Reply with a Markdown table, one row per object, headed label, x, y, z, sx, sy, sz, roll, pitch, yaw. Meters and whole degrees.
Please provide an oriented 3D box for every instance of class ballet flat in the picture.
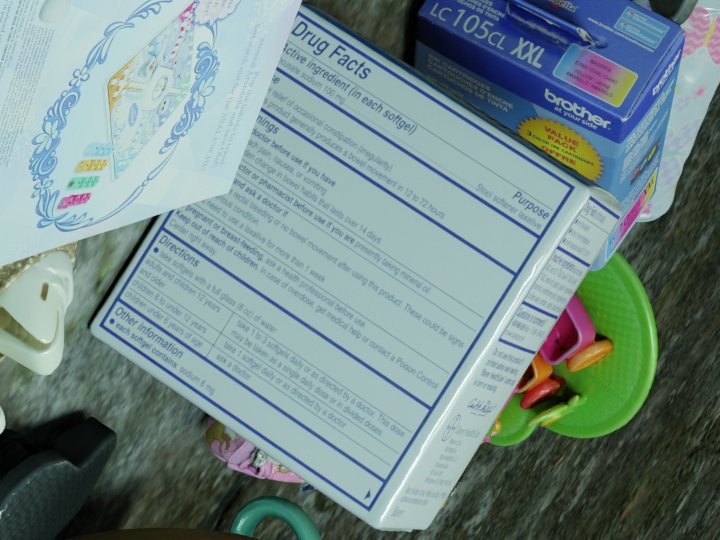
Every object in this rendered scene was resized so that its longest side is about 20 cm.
| label | x | y | z | sx | sy | sz | roll | pitch | yaw |
| --- | --- | --- | --- | --- | --- | --- | --- | --- | --- |
| ballet flat | -0.168 | 0.039 | 1.256 | 0.200 | 0.065 | 0.071 | -51 | 162 | -20 |

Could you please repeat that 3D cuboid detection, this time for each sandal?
| label | x | y | z | sx | sy | sz | roll | pitch | yaw |
| --- | --- | --- | --- | --- | --- | --- | --- | --- | --- |
| sandal | -0.170 | 0.108 | 1.429 | 0.076 | 0.048 | 0.200 | -60 | 176 | 6 |

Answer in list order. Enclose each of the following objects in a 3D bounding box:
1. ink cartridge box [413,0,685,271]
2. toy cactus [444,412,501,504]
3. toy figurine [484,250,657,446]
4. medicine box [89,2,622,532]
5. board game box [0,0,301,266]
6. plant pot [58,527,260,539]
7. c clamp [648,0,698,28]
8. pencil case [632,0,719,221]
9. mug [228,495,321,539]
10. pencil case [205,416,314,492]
| label | x | y | z | sx | sy | sz | roll | pitch | yaw |
| --- | --- | --- | --- | --- | --- | --- | --- | --- | --- |
| ink cartridge box | 0.102 | -0.103 | 1.639 | 0.076 | 0.136 | 0.200 | -55 | 164 | -27 |
| toy cactus | 0.017 | 0.059 | 1.743 | 0.200 | 0.102 | 0.166 | 176 | -92 | -76 |
| toy figurine | 0.070 | 0.071 | 1.953 | 0.184 | 0.151 | 0.200 | -17 | 163 | -46 |
| medicine box | 0.000 | 0.000 | 1.457 | 0.200 | 0.182 | 0.103 | -57 | 164 | 3 |
| board game box | -0.101 | -0.100 | 1.184 | 0.199 | 0.043 | 0.201 | -19 | 140 | -48 |
| plant pot | -0.129 | 0.213 | 1.531 | 0.187 | 0.186 | 0.200 | -57 | 151 | 1 |
| c clamp | 0.176 | -0.241 | 1.607 | 0.171 | 0.027 | 0.201 | 114 | -24 | -47 |
| pencil case | 0.206 | -0.131 | 1.975 | 0.090 | 0.083 | 0.201 | -7 | 133 | -40 |
| mug | -0.084 | 0.248 | 1.787 | 0.152 | 0.114 | 0.186 | -34 | 152 | -52 |
| pencil case | -0.022 | 0.028 | 1.629 | 0.082 | 0.087 | 0.201 | 1 | 127 | -32 |
